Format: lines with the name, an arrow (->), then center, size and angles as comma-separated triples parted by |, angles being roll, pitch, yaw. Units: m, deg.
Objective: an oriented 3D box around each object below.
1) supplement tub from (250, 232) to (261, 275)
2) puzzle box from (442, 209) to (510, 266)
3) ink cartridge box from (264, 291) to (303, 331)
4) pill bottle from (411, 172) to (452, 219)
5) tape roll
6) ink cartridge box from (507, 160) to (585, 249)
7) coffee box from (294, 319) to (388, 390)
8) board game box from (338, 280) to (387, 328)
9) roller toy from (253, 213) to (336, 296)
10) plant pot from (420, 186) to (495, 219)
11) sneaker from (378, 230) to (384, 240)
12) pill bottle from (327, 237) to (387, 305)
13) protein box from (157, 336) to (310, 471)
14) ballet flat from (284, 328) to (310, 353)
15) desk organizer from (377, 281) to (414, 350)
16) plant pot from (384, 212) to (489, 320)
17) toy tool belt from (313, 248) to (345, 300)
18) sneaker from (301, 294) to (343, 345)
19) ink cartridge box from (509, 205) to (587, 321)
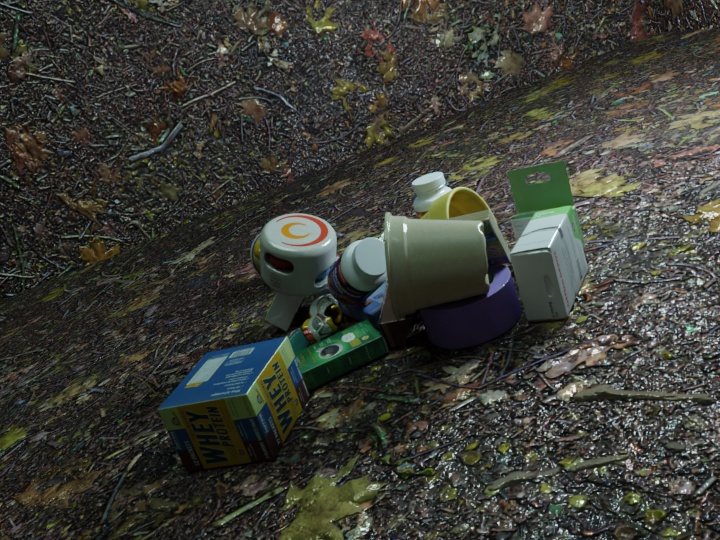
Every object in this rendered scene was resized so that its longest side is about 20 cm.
supplement tub -> -0.222, -0.047, 2.134 | 0.144, 0.148, 0.198 | -33, 22, -33
puzzle box -> 0.190, -0.049, 1.453 | 0.196, 0.134, 0.026 | -11, 46, 29
ink cartridge box -> -0.176, 0.053, 1.840 | 0.119, 0.066, 0.201 | -62, 5, 21
pill bottle -> 0.199, -0.140, 1.843 | 0.110, 0.204, 0.113 | -18, 18, 6
tape roll -> 0.215, 0.067, 1.441 | 0.196, 0.087, 0.201 | -18, 19, 7
ink cartridge box -> 0.400, -0.126, 1.584 | 0.143, 0.204, 0.048 | -5, 23, 40
coffee box -> -0.051, 0.175, 1.494 | 0.197, 0.045, 0.123 | -24, 18, -10
board game box -> 0.053, 0.068, 1.688 | 0.149, 0.037, 0.199 | -29, 21, -21
roller toy -> -0.149, -0.033, 1.703 | 0.195, 0.142, 0.184 | -4, 35, -13
plant pot -> 0.196, -0.064, 1.678 | 0.187, 0.203, 0.201 | -24, 12, 41
sneaker -> 0.080, -0.047, 1.936 | 0.089, 0.079, 0.200 | 6, 37, 38
pill bottle -> 0.000, 0.000, 1.586 | 0.110, 0.113, 0.200 | -28, -8, -23
protein box -> -0.230, 0.246, 1.348 | 0.195, 0.137, 0.201 | -13, 20, 22
ballet flat -> -0.180, 0.200, 1.556 | 0.071, 0.073, 0.200 | -3, 26, 42
desk organizer -> 0.097, 0.066, 1.521 | 0.075, 0.073, 0.202 | -12, 34, 20
plant pot -> 0.147, -0.017, 1.353 | 0.179, 0.205, 0.201 | -6, 21, 8
toy tool belt -> -0.050, 0.008, 1.847 | 0.120, 0.128, 0.201 | -3, 25, 13
sneaker -> -0.070, 0.106, 1.628 | 0.081, 0.078, 0.201 | -31, 16, 16
ink cartridge box -> 0.368, -0.015, 1.399 | 0.083, 0.148, 0.200 | -8, 22, 33
